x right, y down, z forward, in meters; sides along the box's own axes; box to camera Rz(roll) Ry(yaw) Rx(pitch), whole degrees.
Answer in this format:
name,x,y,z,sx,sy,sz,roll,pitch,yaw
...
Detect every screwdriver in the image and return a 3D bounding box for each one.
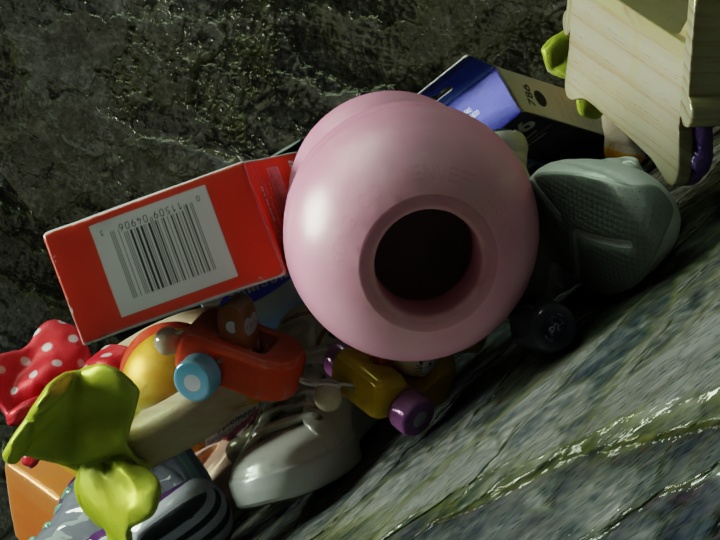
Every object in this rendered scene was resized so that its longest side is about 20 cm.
name,x,y,z,sx,sy,sz,roll,pitch,yaw
screwdriver,0.080,0.029,0.953,0.200,0.028,0.029,149,144,-83

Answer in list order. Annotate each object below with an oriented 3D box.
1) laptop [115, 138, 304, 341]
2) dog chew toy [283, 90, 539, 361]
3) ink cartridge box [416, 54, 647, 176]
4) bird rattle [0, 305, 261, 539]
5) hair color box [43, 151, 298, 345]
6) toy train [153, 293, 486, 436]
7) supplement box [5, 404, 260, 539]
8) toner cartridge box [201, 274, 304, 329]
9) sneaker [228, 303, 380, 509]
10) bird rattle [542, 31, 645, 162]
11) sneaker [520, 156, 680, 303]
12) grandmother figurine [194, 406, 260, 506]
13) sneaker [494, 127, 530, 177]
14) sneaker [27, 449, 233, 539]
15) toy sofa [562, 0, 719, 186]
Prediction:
name,x,y,z,sx,sy,sz,roll,pitch,yaw
laptop,-0.077,-0.014,1.232,0.176,0.104,0.200,-29,8,10
dog chew toy,0.018,-0.034,0.937,0.124,0.125,0.200,-38,19,5
ink cartridge box,0.110,-0.090,1.305,0.199,0.039,0.099,11,-37,-44
bird rattle,-0.124,0.076,1.045,0.162,0.113,0.200,-26,15,-4
hair color box,-0.086,-0.016,0.996,0.110,0.064,0.200,-20,4,8
toy train,-0.011,0.022,0.996,0.200,0.149,0.056,-39,-34,-59
supplement box,-0.134,0.122,1.232,0.199,0.069,0.066,-26,36,-37
toner cartridge box,0.000,0.000,1.147,0.199,0.095,0.043,-23,25,-4
sneaker,-0.037,0.070,1.046,0.072,0.085,0.200,-17,10,16
bird rattle,0.189,-0.164,1.251,0.164,0.112,0.201,86,-164,-50
sneaker,0.122,-0.032,0.940,0.080,0.071,0.200,-30,3,-12
grandmother figurine,-0.077,0.118,1.168,0.200,0.061,0.121,-40,1,-19
sneaker,0.071,-0.015,1.295,0.073,0.080,0.200,-8,-26,-17
sneaker,-0.170,0.170,1.091,0.199,0.075,0.088,-31,45,0
toy sofa,0.174,-0.117,0.967,0.082,0.098,0.200,-3,20,-11
